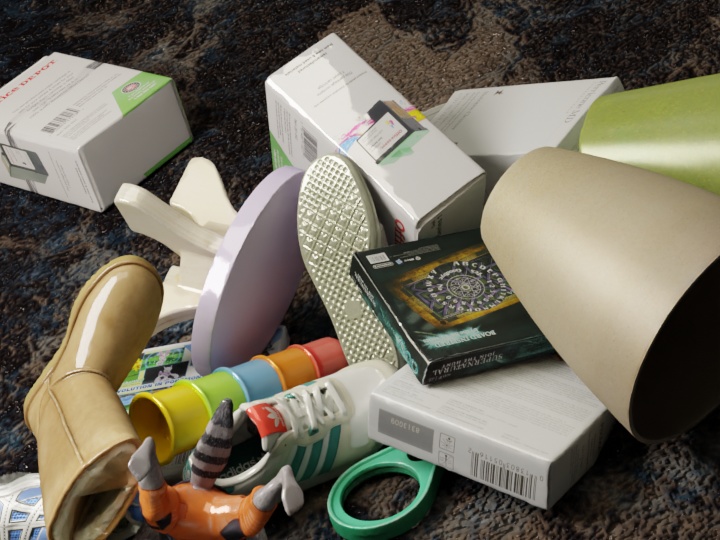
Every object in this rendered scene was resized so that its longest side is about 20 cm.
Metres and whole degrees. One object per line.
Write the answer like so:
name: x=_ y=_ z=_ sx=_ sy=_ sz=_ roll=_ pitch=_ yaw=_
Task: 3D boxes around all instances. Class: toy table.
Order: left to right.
toy table: x=-0.128 y=-0.008 z=1.550 sx=0.117 sy=0.184 sz=0.200 roll=15 pitch=53 yaw=23

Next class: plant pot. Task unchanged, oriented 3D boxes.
plant pot: x=0.192 y=-0.005 z=1.355 sx=0.187 sy=0.188 sz=0.200 roll=-35 pitch=55 yaw=-24
plant pot: x=0.280 y=-0.081 z=1.453 sx=0.189 sy=0.201 sz=0.200 roll=1 pitch=38 yaw=25

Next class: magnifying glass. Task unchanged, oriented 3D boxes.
magnifying glass: x=0.052 y=0.140 z=1.413 sx=0.079 sy=0.022 sz=0.200 roll=17 pitch=46 yaw=41

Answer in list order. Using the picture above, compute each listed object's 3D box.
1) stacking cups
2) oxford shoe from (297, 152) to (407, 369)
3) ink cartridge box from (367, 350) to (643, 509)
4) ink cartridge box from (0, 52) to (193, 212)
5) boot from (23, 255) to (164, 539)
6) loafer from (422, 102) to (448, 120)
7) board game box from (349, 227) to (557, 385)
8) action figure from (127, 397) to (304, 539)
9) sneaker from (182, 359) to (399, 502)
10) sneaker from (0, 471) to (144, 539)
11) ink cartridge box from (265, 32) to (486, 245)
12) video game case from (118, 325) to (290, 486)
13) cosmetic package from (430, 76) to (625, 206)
stacking cups: x=-0.089 y=0.102 z=1.461 sx=0.199 sy=0.061 sz=0.060 roll=-16 pitch=26 yaw=-39
oxford shoe: x=0.000 y=0.000 z=1.506 sx=0.075 sy=0.201 sz=0.058 roll=-17 pitch=2 yaw=31
ink cartridge box: x=0.124 y=0.097 z=1.412 sx=0.160 sy=0.047 sz=0.200 roll=19 pitch=30 yaw=29
ink cartridge box: x=-0.303 y=-0.152 z=1.941 sx=0.199 sy=0.084 sz=0.145 roll=16 pitch=46 yaw=40
boot: x=-0.187 y=0.096 z=1.356 sx=0.176 sy=0.066 sz=0.200 roll=-61 pitch=23 yaw=9
loafer: x=0.048 y=-0.091 z=1.698 sx=0.200 sy=0.070 sz=0.070 roll=-41 pitch=25 yaw=-16
board game box: x=0.108 y=0.019 z=1.448 sx=0.199 sy=0.028 sz=0.135 roll=-11 pitch=45 yaw=-23
action figure: x=-0.088 y=0.177 z=1.301 sx=0.199 sy=0.194 sz=0.105 roll=1 pitch=62 yaw=-13
sneaker: x=-0.050 y=0.125 z=1.401 sx=0.199 sy=0.093 sz=0.070 roll=-29 pitch=66 yaw=-11
sneaker: x=-0.248 y=0.201 z=1.420 sx=0.199 sy=0.076 sz=0.077 roll=-26 pitch=44 yaw=7
ink cartridge box: x=0.013 y=-0.084 z=1.573 sx=0.084 sy=0.145 sz=0.200 roll=-36 pitch=65 yaw=-19
video game case: x=-0.165 y=0.125 z=1.540 sx=0.199 sy=0.022 sz=0.183 roll=-11 pitch=34 yaw=13
cosmetic package: x=0.142 y=-0.104 z=1.606 sx=0.200 sy=0.081 sz=0.113 roll=-2 pitch=38 yaw=48
